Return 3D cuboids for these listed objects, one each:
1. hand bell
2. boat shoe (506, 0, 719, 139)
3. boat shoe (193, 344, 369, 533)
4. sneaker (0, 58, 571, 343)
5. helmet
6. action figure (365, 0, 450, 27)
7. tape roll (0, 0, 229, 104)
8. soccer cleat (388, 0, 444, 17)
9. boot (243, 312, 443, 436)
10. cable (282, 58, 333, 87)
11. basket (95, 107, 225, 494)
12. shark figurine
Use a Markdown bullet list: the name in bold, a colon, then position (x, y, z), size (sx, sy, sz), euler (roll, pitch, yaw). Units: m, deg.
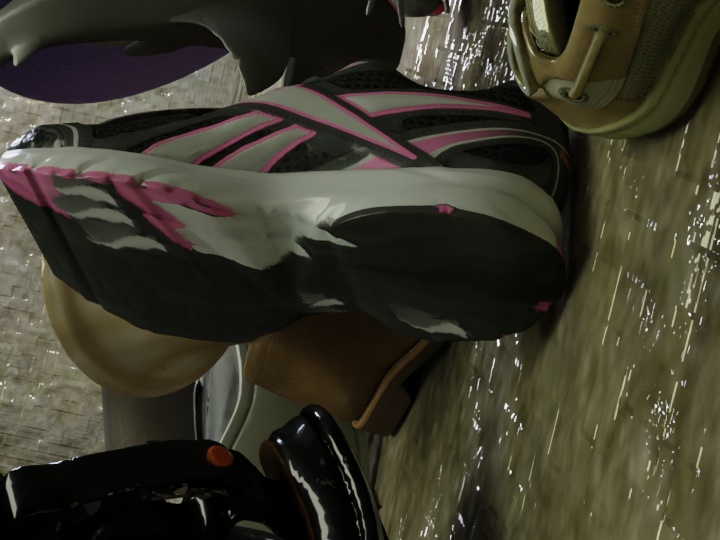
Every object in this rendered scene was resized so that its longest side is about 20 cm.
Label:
- **hand bell**: position (-0.019, 0.001, 0.751), size (0.199, 0.104, 0.105), euler (2, 78, 48)
- **boat shoe**: position (0.066, -0.083, 0.514), size (0.201, 0.063, 0.074), euler (149, 133, -79)
- **boat shoe**: position (-0.042, 0.064, 0.946), size (0.066, 0.074, 0.201), euler (145, 118, -74)
- **sneaker**: position (-0.020, -0.029, 0.686), size (0.081, 0.199, 0.087), euler (78, -154, -46)
- **helmet**: position (-0.070, 0.148, 0.698), size (0.191, 0.199, 0.201), euler (99, 178, -49)
- **action figure**: position (0.035, -0.174, 0.710), size (0.069, 0.129, 0.201), euler (57, -135, -65)
- **tape roll**: position (-0.082, -0.158, 0.789), size (0.066, 0.199, 0.201), euler (52, 145, 26)
- **soccer cleat**: position (0.041, -0.214, 0.936), size (0.076, 0.066, 0.201), euler (-128, 48, -64)
- **boot**: position (0.000, 0.000, 0.834), size (0.200, 0.075, 0.074), euler (113, 168, -51)
- **cable**: position (-0.001, -0.126, 0.935), size (0.097, 0.050, 0.201), euler (-84, 8, -55)
- **basket**: position (-0.089, 0.019, 1.207), size (0.136, 0.180, 0.201), euler (23, 114, 41)
- **shark figurine**: position (-0.072, -0.081, 0.740), size (0.129, 0.213, 0.090), euler (94, 154, -49)
